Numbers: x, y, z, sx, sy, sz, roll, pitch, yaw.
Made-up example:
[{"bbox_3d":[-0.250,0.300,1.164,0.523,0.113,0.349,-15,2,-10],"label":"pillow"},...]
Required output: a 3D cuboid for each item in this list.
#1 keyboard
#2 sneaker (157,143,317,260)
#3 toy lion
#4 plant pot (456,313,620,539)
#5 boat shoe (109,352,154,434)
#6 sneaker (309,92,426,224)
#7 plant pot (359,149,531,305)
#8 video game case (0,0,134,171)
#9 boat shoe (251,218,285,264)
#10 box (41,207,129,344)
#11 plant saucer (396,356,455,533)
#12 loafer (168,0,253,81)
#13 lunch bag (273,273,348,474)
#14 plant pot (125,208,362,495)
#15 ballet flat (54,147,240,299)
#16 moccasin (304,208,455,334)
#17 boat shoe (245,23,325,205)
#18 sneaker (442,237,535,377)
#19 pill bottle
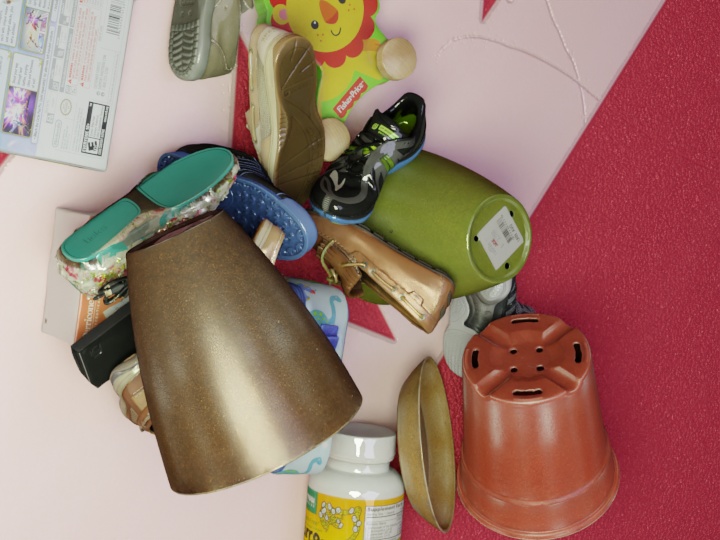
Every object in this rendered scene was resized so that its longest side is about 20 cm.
[{"bbox_3d":[-0.186,0.018,1.133,0.199,0.021,0.128,-39,153,-24],"label":"keyboard"},{"bbox_3d":[-0.110,-0.078,1.223,0.078,0.199,0.071,-27,140,-48],"label":"sneaker"},{"bbox_3d":[-0.046,-0.247,1.327,0.192,0.068,0.201,46,71,-22],"label":"toy lion"},{"bbox_3d":[0.200,0.171,1.421,0.200,0.200,0.197,-34,133,-26],"label":"plant pot"},{"bbox_3d":[-0.194,0.136,1.200,0.075,0.200,0.072,-38,75,-8],"label":"boat shoe"},{"bbox_3d":[0.009,-0.122,1.281,0.200,0.070,0.083,-49,160,-37],"label":"sneaker"},{"bbox_3d":[0.090,-0.045,1.352,0.185,0.199,0.190,-4,98,-34],"label":"plant pot"},{"bbox_3d":[-0.314,-0.209,1.153,0.179,0.045,0.203,10,90,-36],"label":"video game case"},{"bbox_3d":[-0.097,0.051,1.175,0.068,0.074,0.203,17,110,-1],"label":"boat shoe"},{"bbox_3d":[-0.204,0.014,1.223,0.198,0.097,0.127,6,92,-34],"label":"box"},{"bbox_3d":[0.075,0.203,1.418,0.200,0.035,0.204,-7,90,-76],"label":"plant saucer"},{"bbox_3d":[-0.148,-0.291,1.248,0.069,0.075,0.203,6,97,-46],"label":"loafer"},{"bbox_3d":[-0.083,0.106,1.278,0.081,0.160,0.203,6,94,-33],"label":"lunch bag"},{"bbox_3d":[-0.119,0.057,1.055,0.186,0.186,0.202,-28,101,-28],"label":"plant pot"},{"bbox_3d":[-0.195,-0.044,1.135,0.199,0.075,0.064,-34,143,-23],"label":"ballet flat"},{"bbox_3d":[0.000,0.000,1.280,0.200,0.074,0.078,31,80,8],"label":"moccasin"},{"bbox_3d":[-0.083,-0.156,1.260,0.072,0.065,0.202,-29,133,-33],"label":"boat shoe"},{"bbox_3d":[0.172,0.032,1.483,0.113,0.075,0.203,-4,119,-40],"label":"sneaker"},{"bbox_3d":[-0.008,0.280,1.379,0.111,0.112,0.203,2,95,-34],"label":"pill bottle"}]
